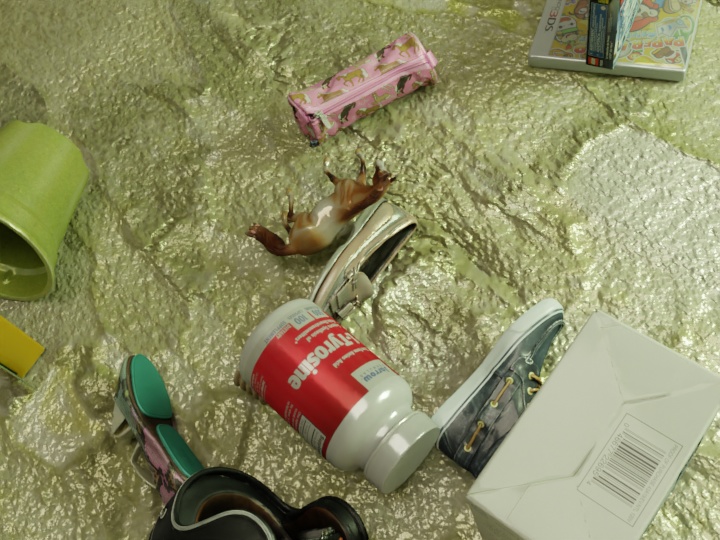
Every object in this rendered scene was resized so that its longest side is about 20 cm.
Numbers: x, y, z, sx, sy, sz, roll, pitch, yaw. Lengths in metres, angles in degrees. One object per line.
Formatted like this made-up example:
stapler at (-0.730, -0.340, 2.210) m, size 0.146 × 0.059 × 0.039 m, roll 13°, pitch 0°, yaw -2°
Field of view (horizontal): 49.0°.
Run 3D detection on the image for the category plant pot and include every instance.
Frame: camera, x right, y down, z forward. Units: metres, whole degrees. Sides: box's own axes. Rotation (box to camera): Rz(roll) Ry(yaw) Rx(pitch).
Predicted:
plant pot at (-0.460, -0.092, 1.049) m, size 0.200 × 0.201 × 0.185 m, roll 4°, pitch 50°, yaw 17°

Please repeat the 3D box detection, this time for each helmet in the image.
helmet at (-0.105, 0.283, 0.724) m, size 0.190 × 0.200 × 0.201 m, roll -9°, pitch 57°, yaw 34°

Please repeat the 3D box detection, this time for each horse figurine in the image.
horse figurine at (-0.046, -0.075, 0.961) m, size 0.200 × 0.050 × 0.133 m, roll -37°, pitch 40°, yaw 11°

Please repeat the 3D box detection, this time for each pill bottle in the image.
pill bottle at (-0.021, 0.128, 0.806) m, size 0.200 × 0.112 × 0.112 m, roll 38°, pitch 76°, yaw 24°

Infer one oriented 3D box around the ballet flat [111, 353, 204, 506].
ballet flat at (-0.240, 0.186, 0.894) m, size 0.071 × 0.069 × 0.200 m, roll -44°, pitch 58°, yaw 11°

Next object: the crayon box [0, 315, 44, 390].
crayon box at (-0.487, 0.066, 0.988) m, size 0.200 × 0.126 × 0.052 m, roll 24°, pitch 69°, yaw 25°

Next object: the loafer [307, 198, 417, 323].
loafer at (0.000, 0.000, 0.929) m, size 0.063 × 0.072 × 0.200 m, roll 23°, pitch 66°, yaw 18°

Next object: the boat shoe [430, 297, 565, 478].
boat shoe at (0.164, 0.127, 0.814) m, size 0.091 × 0.071 × 0.200 m, roll 39°, pitch 83°, yaw 28°

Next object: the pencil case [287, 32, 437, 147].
pencil case at (0.004, -0.243, 1.056) m, size 0.200 × 0.083 × 0.087 m, roll -28°, pitch 57°, yaw -3°

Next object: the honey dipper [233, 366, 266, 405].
honey dipper at (-0.056, 0.161, 0.872) m, size 0.200 × 0.038 × 0.038 m, roll 29°, pitch 72°, yaw 24°

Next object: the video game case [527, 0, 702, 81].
video game case at (0.343, -0.337, 1.052) m, size 0.199 × 0.023 × 0.182 m, roll 12°, pitch 65°, yaw 21°

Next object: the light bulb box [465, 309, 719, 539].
light bulb box at (0.203, 0.176, 0.693) m, size 0.125 × 0.200 × 0.198 m, roll 32°, pitch 73°, yaw 26°

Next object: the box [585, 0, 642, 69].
box at (0.331, -0.373, 0.981) m, size 0.040 × 0.137 × 0.200 m, roll 18°, pitch 67°, yaw 21°
